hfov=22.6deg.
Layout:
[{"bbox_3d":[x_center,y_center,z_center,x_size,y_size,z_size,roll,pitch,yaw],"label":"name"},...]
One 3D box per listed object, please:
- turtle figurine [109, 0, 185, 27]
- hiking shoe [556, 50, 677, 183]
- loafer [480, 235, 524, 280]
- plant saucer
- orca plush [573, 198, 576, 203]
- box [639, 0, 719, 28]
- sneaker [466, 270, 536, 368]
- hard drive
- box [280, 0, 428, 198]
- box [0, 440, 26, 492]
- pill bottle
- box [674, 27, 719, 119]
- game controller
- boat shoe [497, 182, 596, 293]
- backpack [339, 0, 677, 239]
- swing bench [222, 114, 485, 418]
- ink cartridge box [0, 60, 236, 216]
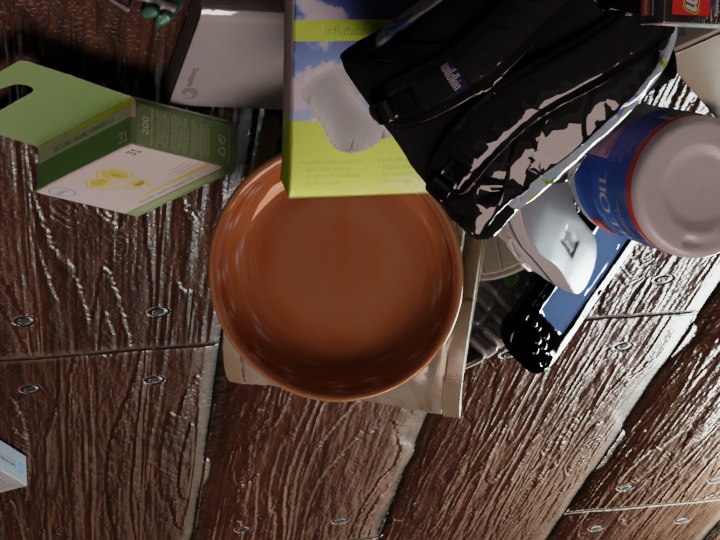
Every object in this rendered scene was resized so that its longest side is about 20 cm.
[{"bbox_3d":[-0.101,-0.237,1.157,0.198,0.101,0.151,2,111,-24],"label":"turtle figurine"},{"bbox_3d":[0.171,-0.142,1.288,0.075,0.101,0.202,-12,127,-39],"label":"hiking shoe"},{"bbox_3d":[0.091,-0.025,1.666,0.198,0.073,0.063,-10,-178,32],"label":"loafer"},{"bbox_3d":[-0.018,0.000,1.393,0.198,0.202,0.037,-14,-172,11],"label":"plant saucer"},{"bbox_3d":[0.137,-0.081,1.566,0.105,0.072,0.199,-28,148,34],"label":"orca plush"},{"bbox_3d":[0.245,-0.252,1.124,0.135,0.202,0.038,-1,-174,-17],"label":"box"},{"bbox_3d":[0.130,0.036,1.729,0.200,0.075,0.116,-42,167,-9],"label":"sneaker"},{"bbox_3d":[-0.041,-0.167,1.390,0.198,0.027,0.132,1,153,-18],"label":"hard drive"},{"bbox_3d":[0.006,-0.154,1.275,0.121,0.048,0.202,-3,113,-11],"label":"box"},{"bbox_3d":[-0.498,0.225,2.022,0.198,0.042,0.156,-14,153,13],"label":"box"},{"bbox_3d":[0.236,-0.078,1.474,0.111,0.114,0.200,-2,-171,-14],"label":"pill bottle"},{"bbox_3d":[0.294,-0.176,1.401,0.077,0.096,0.200,-22,152,23],"label":"box"},{"bbox_3d":[0.200,0.000,1.660,0.201,0.042,0.104,-56,155,-4],"label":"game controller"},{"bbox_3d":[0.137,-0.041,1.476,0.065,0.074,0.200,17,157,29],"label":"boat shoe"},{"bbox_3d":[0.117,-0.147,1.196,0.200,0.164,0.154,-40,178,29],"label":"backpack"},{"bbox_3d":[0.000,0.000,1.487,0.197,0.202,0.130,8,154,5],"label":"swing bench"},{"bbox_3d":[-0.217,-0.100,1.420,0.199,0.048,0.145,12,159,-40],"label":"ink cartridge box"}]
